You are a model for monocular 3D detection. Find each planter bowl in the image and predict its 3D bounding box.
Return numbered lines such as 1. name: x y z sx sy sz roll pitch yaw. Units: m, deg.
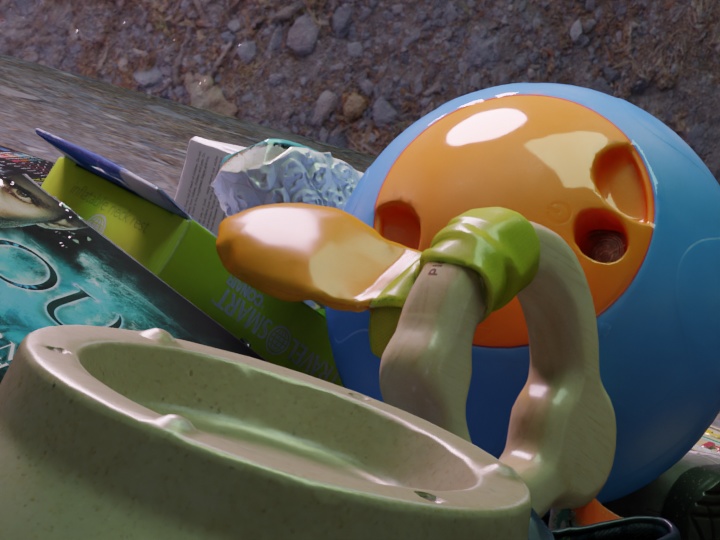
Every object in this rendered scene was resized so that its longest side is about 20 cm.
1. planter bowl: -0.036 0.093 0.505 0.199 0.136 0.200 18 6 -2

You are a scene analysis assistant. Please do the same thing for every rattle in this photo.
1. rattle: 0.037 0.065 0.945 0.142 0.131 0.200 -9 -39 25

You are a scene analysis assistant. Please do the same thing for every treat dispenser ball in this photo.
1. treat dispenser ball: 0.083 0.013 1.060 0.199 0.202 0.201 17 7 -2

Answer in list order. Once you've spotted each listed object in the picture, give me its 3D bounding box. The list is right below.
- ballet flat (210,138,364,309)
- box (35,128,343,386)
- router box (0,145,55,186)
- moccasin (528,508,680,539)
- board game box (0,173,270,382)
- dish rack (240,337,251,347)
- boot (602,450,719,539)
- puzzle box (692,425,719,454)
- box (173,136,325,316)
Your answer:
1. ballet flat: 0.000 0.000 1.161 0.072 0.072 0.200 23 -9 39
2. box: -0.084 0.008 1.169 0.122 0.048 0.200 25 -10 47
3. router box: -0.234 -0.039 1.348 0.149 0.063 0.200 19 7 9
4. moccasin: 0.042 0.109 0.841 0.199 0.069 0.080 9 11 -46
5. board game box: -0.109 0.036 0.883 0.200 0.028 0.135 36 29 20
6. dish rack: -0.110 0.050 1.013 0.152 0.055 0.200 18 5 -14
7. boot: 0.166 0.112 1.184 0.130 0.068 0.199 16 3 37
8. puzzle box: 0.165 0.098 1.439 0.199 0.026 0.133 20 6 18
9. box: -0.031 -0.009 1.421 0.101 0.113 0.200 19 6 26
